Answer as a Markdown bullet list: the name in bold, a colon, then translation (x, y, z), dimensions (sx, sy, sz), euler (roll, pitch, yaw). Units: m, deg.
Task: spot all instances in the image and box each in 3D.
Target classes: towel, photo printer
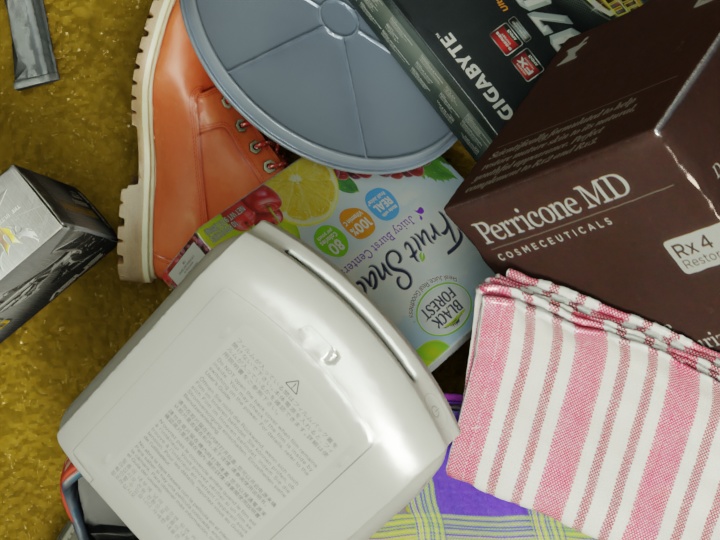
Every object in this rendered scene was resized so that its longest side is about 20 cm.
- **towel**: translation (0.143, 0.093, 1.146), dimensions (0.199, 0.030, 0.147), euler (22, 130, 19)
- **towel**: translation (0.055, 0.140, 1.257), dimensions (0.199, 0.023, 0.144), euler (0, 109, 29)
- **photo printer**: translation (-0.052, 0.080, 1.138), dimensions (0.166, 0.069, 0.200), euler (46, 127, 4)

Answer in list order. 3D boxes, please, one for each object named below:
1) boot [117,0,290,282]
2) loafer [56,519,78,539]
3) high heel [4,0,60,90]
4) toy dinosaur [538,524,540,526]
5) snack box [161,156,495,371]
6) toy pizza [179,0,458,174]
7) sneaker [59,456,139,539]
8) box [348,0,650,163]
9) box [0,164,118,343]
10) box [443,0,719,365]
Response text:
- **boot**: translation (-0.087, -0.088, 1.299), dimensions (0.107, 0.075, 0.201), euler (5, 108, 3)
- **loafer**: translation (-0.149, 0.163, 1.305), dimensions (0.070, 0.070, 0.200), euler (28, 90, 6)
- **high heel**: translation (-0.293, -0.168, 1.324), dimensions (0.199, 0.071, 0.143), euler (-12, 93, -12)
- **toy dinosaur**: translation (0.159, 0.130, 1.284), dimensions (0.199, 0.102, 0.136), euler (-20, 102, -14)
- **snack box**: translation (0.000, 0.000, 1.242), dimensions (0.142, 0.200, 0.053), euler (47, 133, 4)
- **toy pizza**: translation (-0.019, -0.141, 1.278), dimensions (0.200, 0.032, 0.201), euler (15, 57, -24)
- **sneaker**: translation (-0.108, 0.181, 1.225), dimensions (0.075, 0.085, 0.200), euler (-38, 90, 6)
- **box**: translation (0.077, -0.182, 1.281), dimensions (0.159, 0.046, 0.200), euler (-36, 85, -22)
- **box**: translation (-0.245, 0.024, 1.275), dimensions (0.200, 0.158, 0.048), euler (-40, 85, 2)
- **box**: translation (0.190, -0.028, 1.164), dimensions (0.200, 0.166, 0.164), euler (50, 52, -17)
